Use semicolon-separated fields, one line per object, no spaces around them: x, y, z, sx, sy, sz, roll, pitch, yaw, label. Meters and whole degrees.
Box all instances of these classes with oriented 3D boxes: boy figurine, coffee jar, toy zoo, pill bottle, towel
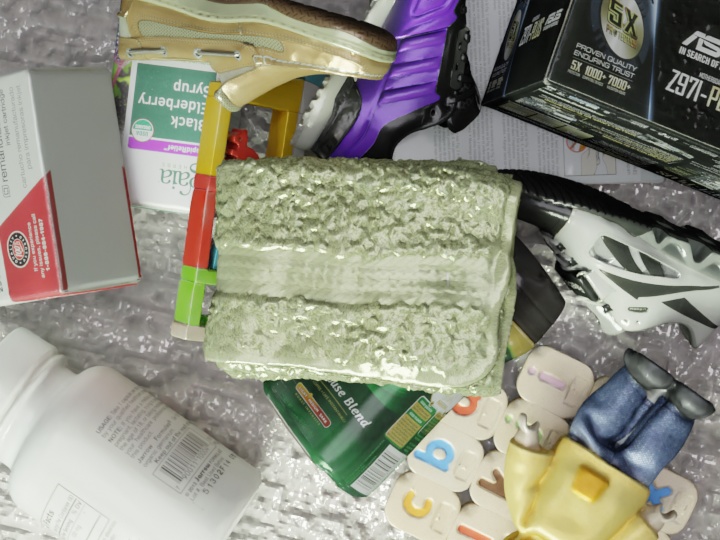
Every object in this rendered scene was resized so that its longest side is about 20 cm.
0.146;0.147;1.118;0.124;0.064;0.201;38;90;0;boy figurine
0.037;0.051;1.126;0.200;0.085;0.104;-42;58;3;coffee jar
-0.056;-0.049;1.135;0.130;0.020;0.202;6;93;-40;toy zoo
-0.177;0.132;1.144;0.199;0.114;0.115;35;94;3;pill bottle
0.000;0.000;1.057;0.198;0.036;0.150;4;90;11;towel

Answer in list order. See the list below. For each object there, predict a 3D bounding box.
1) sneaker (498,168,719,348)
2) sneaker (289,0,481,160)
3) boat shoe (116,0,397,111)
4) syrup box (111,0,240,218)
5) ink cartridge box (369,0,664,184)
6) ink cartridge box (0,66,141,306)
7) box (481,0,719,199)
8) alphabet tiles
0.165;-0.003;1.122;0.198;0.074;0.089;22;106;-12;sneaker
0.045;-0.143;1.097;0.099;0.070;0.201;33;97;-3;sneaker
-0.069;-0.137;1.057;0.199;0.071;0.077;18;97;30;boat shoe
-0.123;-0.141;1.150;0.078;0.081;0.202;7;91;5;syrup box
0.107;-0.137;1.159;0.198;0.050;0.164;-2;91;-8;ink cartridge box
-0.256;-0.047;1.121;0.198;0.083;0.146;-8;91;34;ink cartridge box
0.197;-0.116;1.064;0.198;0.164;0.087;20;87;-8;box
0.125;0.161;1.165;0.194;0.015;0.202;25;93;3;alphabet tiles
